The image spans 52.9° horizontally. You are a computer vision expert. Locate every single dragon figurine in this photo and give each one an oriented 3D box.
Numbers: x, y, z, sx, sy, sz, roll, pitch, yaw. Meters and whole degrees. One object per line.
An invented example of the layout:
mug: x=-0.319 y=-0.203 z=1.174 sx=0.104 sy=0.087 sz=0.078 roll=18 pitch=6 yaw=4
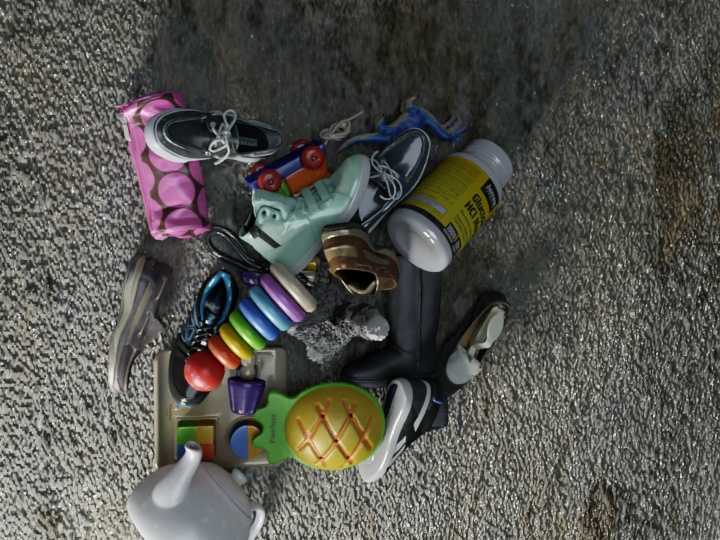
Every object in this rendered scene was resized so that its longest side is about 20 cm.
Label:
dragon figurine: x=0.068 y=-0.199 z=1.093 sx=0.199 sy=0.059 sz=0.100 roll=-33 pitch=103 yaw=-10

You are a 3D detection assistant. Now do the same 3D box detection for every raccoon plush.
raccoon plush: x=-0.026 y=0.106 z=1.039 sx=0.097 sy=0.199 sz=0.134 roll=-42 pitch=129 yaw=-16

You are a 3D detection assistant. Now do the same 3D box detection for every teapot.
teapot: x=-0.221 y=0.345 z=1.033 sx=0.146 sy=0.200 sz=0.198 roll=-41 pitch=93 yaw=-17

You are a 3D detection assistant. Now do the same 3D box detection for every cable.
cable: x=-0.146 y=-0.002 z=1.086 sx=0.198 sy=0.050 sz=0.098 roll=22 pitch=109 yaw=-4

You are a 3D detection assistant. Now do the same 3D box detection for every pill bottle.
pill bottle: x=0.139 y=-0.103 z=1.082 sx=0.113 sy=0.112 sz=0.200 roll=49 pitch=67 yaw=-15

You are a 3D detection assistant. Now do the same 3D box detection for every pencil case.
pencil case: x=-0.271 y=-0.141 z=1.001 sx=0.093 sy=0.090 sz=0.202 roll=-22 pitch=102 yaw=-46

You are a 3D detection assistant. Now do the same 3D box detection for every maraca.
maraca: x=-0.062 y=0.232 z=1.073 sx=0.198 sy=0.107 sz=0.139 roll=0 pitch=98 yaw=-8

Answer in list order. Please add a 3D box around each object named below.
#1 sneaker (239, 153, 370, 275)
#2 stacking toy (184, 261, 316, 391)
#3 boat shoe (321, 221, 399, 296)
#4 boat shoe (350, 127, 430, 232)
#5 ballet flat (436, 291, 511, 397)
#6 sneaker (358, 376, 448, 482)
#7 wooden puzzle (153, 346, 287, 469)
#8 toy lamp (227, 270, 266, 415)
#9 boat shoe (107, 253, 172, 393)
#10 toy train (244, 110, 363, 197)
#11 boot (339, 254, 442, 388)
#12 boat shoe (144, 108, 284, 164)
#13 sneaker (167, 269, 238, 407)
sneaker: x=-0.079 y=-0.095 z=0.984 sx=0.118 sy=0.074 sz=0.201 roll=33 pitch=102 yaw=-32
stacking toy: x=-0.155 y=0.082 z=0.969 sx=0.200 sy=0.085 sz=0.085 roll=-43 pitch=105 yaw=-5
boat shoe: x=0.000 y=0.000 z=1.005 sx=0.075 sy=0.200 sz=0.075 roll=-11 pitch=68 yaw=22
boat shoe: x=0.027 y=-0.123 z=1.042 sx=0.075 sy=0.062 sz=0.200 roll=45 pitch=98 yaw=6
ballet flat: x=0.177 y=0.122 z=1.158 sx=0.068 sy=0.068 sz=0.201 roll=30 pitch=89 yaw=-17
sneaker: x=0.077 y=0.255 z=1.129 sx=0.111 sy=0.073 sz=0.201 roll=5 pitch=124 yaw=-28
wooden puzzle: x=-0.206 y=0.210 z=1.083 sx=0.198 sy=0.046 sz=0.187 roll=0 pitch=97 yaw=-14
toy lamp: x=-0.156 y=0.104 z=1.035 sx=0.058 sy=0.058 sz=0.202 roll=8 pitch=90 yaw=-15
boat shoe: x=-0.311 y=0.080 z=1.026 sx=0.073 sy=0.074 sz=0.202 roll=12 pitch=95 yaw=-15
toy train: x=-0.058 y=-0.136 z=1.061 sx=0.199 sy=0.085 sz=0.116 roll=-30 pitch=114 yaw=-8
boot: x=0.048 y=0.074 z=1.119 sx=0.163 sy=0.066 sz=0.202 roll=-1 pitch=100 yaw=-22
boat shoe: x=-0.190 y=-0.180 z=0.978 sx=0.198 sy=0.068 sz=0.074 roll=5 pitch=84 yaw=-45
sneaker: x=-0.225 y=0.092 z=1.022 sx=0.073 sy=0.082 sz=0.202 roll=15 pitch=77 yaw=-9
